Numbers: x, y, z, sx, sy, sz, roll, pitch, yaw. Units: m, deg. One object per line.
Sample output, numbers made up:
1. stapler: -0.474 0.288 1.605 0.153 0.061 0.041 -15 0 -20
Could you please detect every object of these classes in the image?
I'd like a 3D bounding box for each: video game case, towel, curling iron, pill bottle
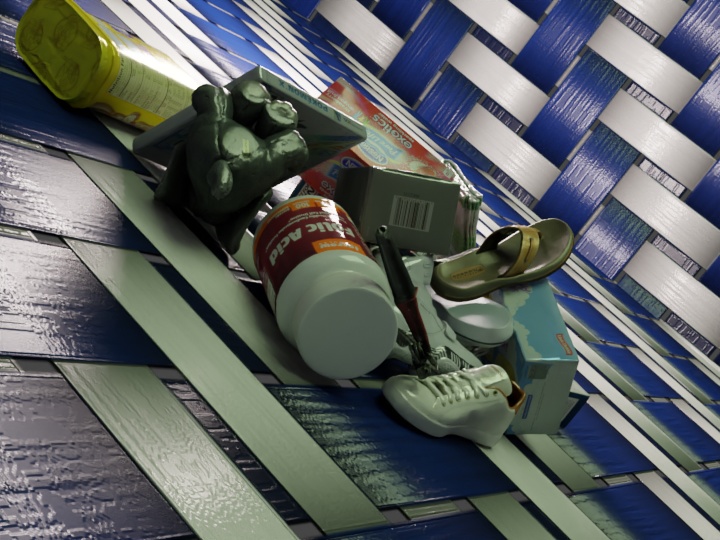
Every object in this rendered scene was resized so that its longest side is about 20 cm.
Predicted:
1. video game case: -0.124 -0.147 1.384 0.182 0.199 0.022 23 52 -47
2. towel: 0.135 -0.037 1.703 0.030 0.202 0.149 -4 26 -9
3. curling iron: 0.046 0.031 1.145 0.050 0.025 0.201 -108 180 -47
4. pill bottle: -0.035 0.015 1.196 0.114 0.114 0.200 31 14 -27

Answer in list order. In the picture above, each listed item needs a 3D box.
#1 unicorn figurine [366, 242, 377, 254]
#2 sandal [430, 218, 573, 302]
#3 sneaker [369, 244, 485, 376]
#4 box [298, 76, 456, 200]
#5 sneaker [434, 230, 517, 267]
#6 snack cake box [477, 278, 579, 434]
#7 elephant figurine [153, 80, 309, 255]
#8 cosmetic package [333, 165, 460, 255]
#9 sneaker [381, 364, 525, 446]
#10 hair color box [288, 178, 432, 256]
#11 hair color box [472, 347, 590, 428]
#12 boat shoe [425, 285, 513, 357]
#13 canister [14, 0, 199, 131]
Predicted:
1. unicorn figurine: 0.000 0.000 1.423 0.199 0.074 0.137 19 11 -40
2. sandal: 0.170 -0.021 1.438 0.199 0.054 0.080 -19 42 -23
3. sneaker: 0.068 0.051 1.321 0.199 0.116 0.075 24 -22 -36
4. box: 0.007 -0.133 1.552 0.200 0.096 0.100 41 46 2
5. sneaker: 0.130 0.010 1.567 0.091 0.199 0.067 91 -24 -81
6. snack cake box: 0.189 0.082 1.446 0.067 0.116 0.201 1 37 -10
7. elephant figurine: -0.143 -0.089 1.286 0.154 0.200 0.142 -11 62 -36
8. cosmetic package: 0.034 -0.069 1.381 0.106 0.091 0.200 9 5 -13
9. sneaker: 0.099 0.122 1.259 0.199 0.085 0.073 19 24 -51
10. hair color box: 0.009 -0.069 1.636 0.199 0.061 0.100 37 32 -2
11. hair color box: 0.193 0.114 1.587 0.100 0.061 0.200 18 24 -52
12. boat shoe: 0.109 0.076 1.433 0.074 0.087 0.201 -12 17 -29
13. canister: -0.286 -0.232 1.443 0.149 0.087 0.200 45 13 30
